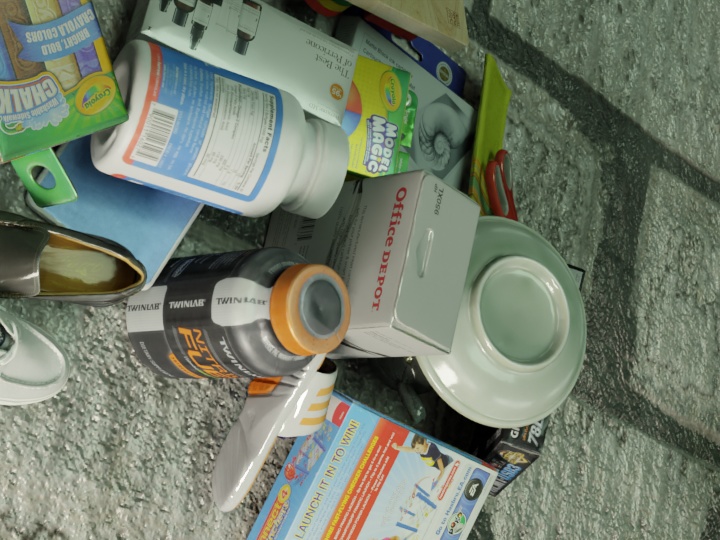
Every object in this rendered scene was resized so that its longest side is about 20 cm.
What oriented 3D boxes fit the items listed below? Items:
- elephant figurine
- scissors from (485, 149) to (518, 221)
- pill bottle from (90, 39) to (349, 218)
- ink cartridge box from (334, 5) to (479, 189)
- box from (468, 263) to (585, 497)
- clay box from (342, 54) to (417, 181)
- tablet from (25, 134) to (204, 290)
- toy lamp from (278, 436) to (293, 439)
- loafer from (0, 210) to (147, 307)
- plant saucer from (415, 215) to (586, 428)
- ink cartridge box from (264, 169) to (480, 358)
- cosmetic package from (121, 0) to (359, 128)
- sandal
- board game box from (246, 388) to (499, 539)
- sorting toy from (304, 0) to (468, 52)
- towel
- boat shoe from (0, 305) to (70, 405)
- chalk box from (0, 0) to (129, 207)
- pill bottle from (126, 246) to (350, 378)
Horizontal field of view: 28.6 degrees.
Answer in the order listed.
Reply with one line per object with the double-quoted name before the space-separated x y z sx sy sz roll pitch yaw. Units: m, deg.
"elephant figurine" 0.084 0.057 1.420 0.199 0.141 0.156 17 103 -59
"scissors" 0.164 -0.040 1.540 0.073 0.014 0.202 -66 147 -51
"pill bottle" -0.114 -0.109 1.176 0.198 0.112 0.114 17 74 -27
"ink cartridge box" 0.042 -0.168 1.448 0.199 0.040 0.202 31 65 -39
"box" 0.165 0.114 1.450 0.049 0.200 0.200 19 69 0
"clay box" -0.032 -0.149 1.324 0.198 0.048 0.116 15 75 -21
"tablet" -0.182 -0.098 1.207 0.130 0.014 0.201 38 65 -18
"toy lamp" -0.030 0.170 1.338 0.200 0.058 0.059 52 54 -32
"loafer" -0.260 -0.011 1.095 0.198 0.072 0.074 4 88 -31
"plant saucer" 0.139 0.043 1.311 0.198 0.050 0.203 7 74 -27
"ink cartridge box" 0.000 0.000 1.279 0.084 0.199 0.146 26 69 -39
"cosmetic package" -0.101 -0.192 1.235 0.198 0.050 0.083 23 69 -24
"sandal" -0.066 0.124 1.241 0.059 0.079 0.208 18 111 -30
"board game box" 0.006 0.235 1.310 0.195 0.056 0.202 29 87 -34
"sorting toy" 0.006 -0.323 1.380 0.198 0.069 0.202 17 59 -44
"towel" 0.138 -0.124 1.512 0.086 0.018 0.202 54 41 -62
"boat shoe" -0.295 0.049 1.071 0.199 0.068 0.073 35 63 -37
"chalk box" -0.271 -0.143 1.075 0.123 0.124 0.202 -24 102 -43
"pill bottle" -0.099 0.036 1.177 0.105 0.199 0.108 5 82 -44
